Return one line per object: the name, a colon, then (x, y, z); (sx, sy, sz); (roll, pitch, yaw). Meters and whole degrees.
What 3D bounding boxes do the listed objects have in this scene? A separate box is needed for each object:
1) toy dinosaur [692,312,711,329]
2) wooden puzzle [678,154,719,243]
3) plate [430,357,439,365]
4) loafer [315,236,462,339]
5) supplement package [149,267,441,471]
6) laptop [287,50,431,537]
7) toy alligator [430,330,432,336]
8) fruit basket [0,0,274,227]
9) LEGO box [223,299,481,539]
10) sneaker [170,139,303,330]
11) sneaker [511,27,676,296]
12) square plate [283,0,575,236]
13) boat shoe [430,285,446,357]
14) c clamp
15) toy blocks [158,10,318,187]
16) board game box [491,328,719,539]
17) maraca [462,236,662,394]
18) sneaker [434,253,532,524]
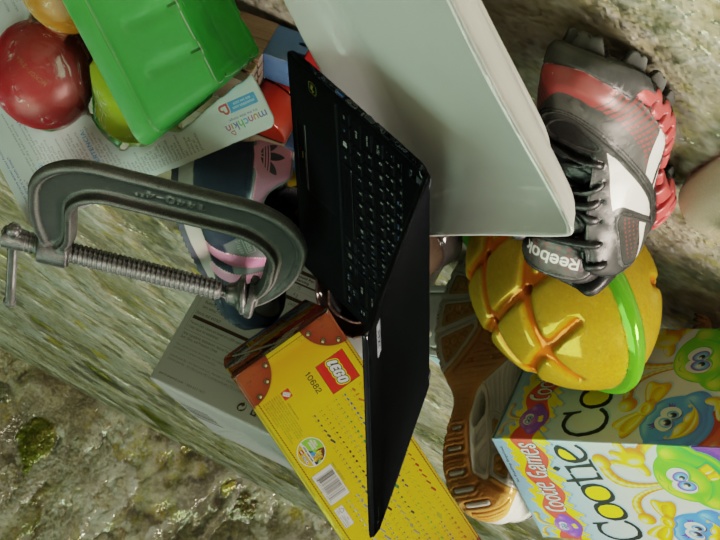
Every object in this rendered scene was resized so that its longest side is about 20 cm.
toy dinosaur: (0.229, 0.077, 1.243); (0.106, 0.061, 0.200); (27, 166, 10)
wooden puzzle: (0.272, -0.001, 0.930); (0.199, 0.037, 0.185); (32, 166, -3)
plate: (0.117, 0.075, 1.537); (0.199, 0.026, 0.200); (28, 165, 8)
loafer: (0.000, 0.000, 1.180); (0.073, 0.071, 0.200); (54, 157, 8)
supplement package: (-0.045, 0.037, 1.372); (0.119, 0.201, 0.121); (22, 165, 29)
laptop: (-0.015, 0.012, 1.013); (0.200, 0.103, 0.178); (44, 151, 34)
toy alligator: (0.033, -0.019, 1.278); (0.201, 0.059, 0.055); (92, 158, -55)
fruit basket: (-0.166, -0.137, 1.073); (0.199, 0.094, 0.186); (-19, 106, 36)
LEGO box: (-0.005, 0.125, 1.207); (0.201, 0.077, 0.149); (56, 175, -5)
sneaker: (-0.062, -0.018, 1.171); (0.081, 0.071, 0.200); (-4, 154, 10)
sneaker: (0.121, -0.048, 0.953); (0.070, 0.098, 0.201); (27, 164, 21)
square plate: (0.028, -0.109, 0.938); (0.199, 0.028, 0.200); (61, 162, -12)
boat shoe: (0.128, 0.050, 1.347); (0.199, 0.076, 0.060); (17, -179, 24)
c clamp: (-0.131, -0.013, 1.114); (0.198, 0.027, 0.171); (11, 146, 3)
toy blocks: (-0.069, -0.098, 1.180); (0.136, 0.100, 0.201); (20, 149, 10)
board game box: (0.204, 0.108, 1.157); (0.199, 0.103, 0.105); (-1, 133, 35)
maraca: (0.112, -0.002, 1.122); (0.200, 0.106, 0.138); (43, 149, 43)
sneaker: (0.102, 0.077, 1.255); (0.075, 0.202, 0.087); (-3, 166, 36)
